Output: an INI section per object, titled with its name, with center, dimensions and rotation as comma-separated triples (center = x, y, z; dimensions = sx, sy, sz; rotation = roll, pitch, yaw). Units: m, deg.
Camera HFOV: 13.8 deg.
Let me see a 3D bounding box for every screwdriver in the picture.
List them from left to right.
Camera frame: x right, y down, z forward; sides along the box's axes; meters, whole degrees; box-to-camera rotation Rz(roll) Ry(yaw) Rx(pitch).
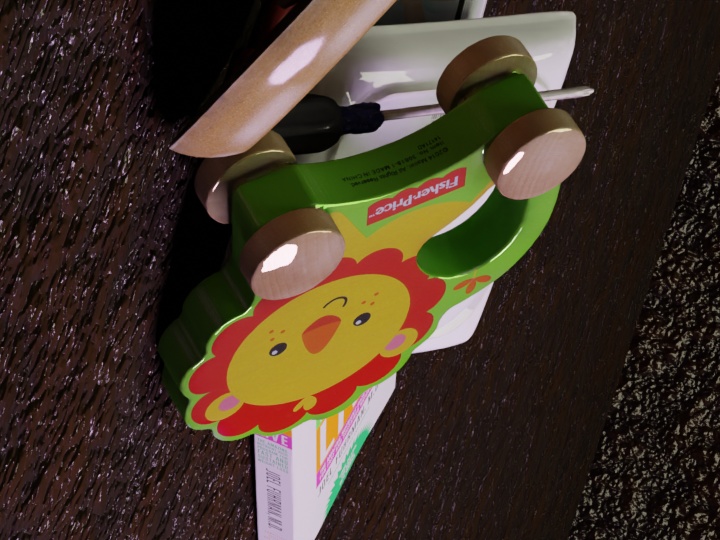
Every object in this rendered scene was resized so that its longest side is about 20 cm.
[screwdriver]
center = 0.024, -0.075, 1.382
dimensions = 0.029, 0.199, 0.028
rotation = 136, -58, -65

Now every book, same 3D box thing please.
[book]
center = -0.022, 0.065, 1.673
dimensions = 0.200, 0.048, 0.134
rotation = 91, 24, -60

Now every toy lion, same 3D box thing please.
[toy lion]
center = 0.000, 0.000, 1.389
dimensions = 0.199, 0.069, 0.192
rotation = -23, 148, -17

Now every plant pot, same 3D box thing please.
[plant pot]
center = -0.005, -0.116, 1.264
dimensions = 0.200, 0.027, 0.200
rotation = -46, -174, 6

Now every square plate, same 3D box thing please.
[square plate]
center = 0.018, -0.031, 1.471
dimensions = 0.199, 0.028, 0.199
rotation = -9, 128, -44

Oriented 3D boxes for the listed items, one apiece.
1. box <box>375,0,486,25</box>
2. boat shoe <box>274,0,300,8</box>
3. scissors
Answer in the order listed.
[box]
center = 0.034, -0.151, 1.536
dimensions = 0.117, 0.060, 0.201
rotation = -48, 154, -76
[boat shoe]
center = -0.002, -0.198, 1.285
dimensions = 0.200, 0.072, 0.072
rotation = -53, -173, -34
[scissors]
center = -0.045, -0.060, 1.449
dimensions = 0.200, 0.014, 0.073
rotation = 89, 19, -60
